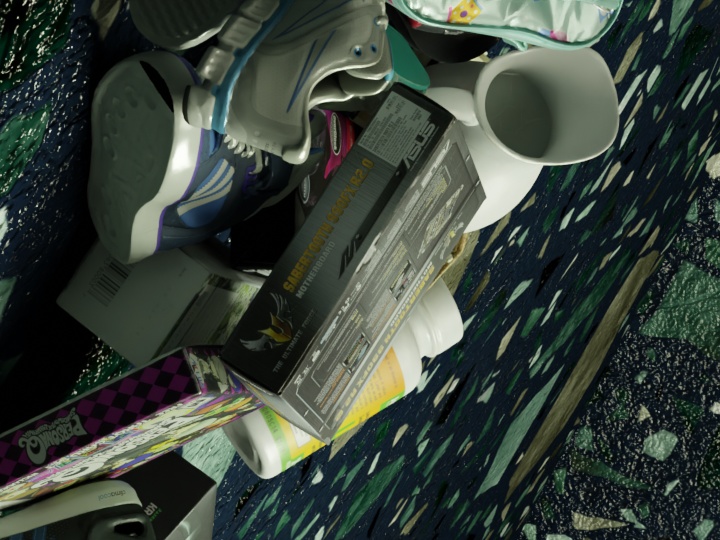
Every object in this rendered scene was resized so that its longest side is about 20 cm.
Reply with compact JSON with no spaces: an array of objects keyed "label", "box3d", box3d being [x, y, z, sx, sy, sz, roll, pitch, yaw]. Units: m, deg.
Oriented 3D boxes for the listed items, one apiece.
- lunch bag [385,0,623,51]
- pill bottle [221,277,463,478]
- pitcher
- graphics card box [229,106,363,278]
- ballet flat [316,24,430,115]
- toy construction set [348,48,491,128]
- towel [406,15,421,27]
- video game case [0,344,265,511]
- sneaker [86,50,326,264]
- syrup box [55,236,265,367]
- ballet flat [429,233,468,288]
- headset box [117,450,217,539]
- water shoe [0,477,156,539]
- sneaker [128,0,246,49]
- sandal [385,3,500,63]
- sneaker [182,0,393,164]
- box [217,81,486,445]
[{"label":"lunch bag","box3d":[0.089,-0.214,1.205,0.199,0.077,0.162,4,106,-39]},{"label":"pill bottle","box3d":[-0.021,0.070,1.614,0.199,0.111,0.111,-30,158,-15]},{"label":"pitcher","box3d":[0.059,-0.094,1.417,0.170,0.123,0.200,0,170,-27]},{"label":"graphics card box","box3d":[-0.041,-0.054,1.423,0.200,0.050,0.127,22,69,-74]},{"label":"ballet flat","box3d":[-0.017,-0.128,1.222,0.072,0.071,0.200,-58,162,6]},{"label":"toy construction set","box3d":[0.048,-0.119,1.590,0.201,0.092,0.131,-61,145,-9]},{"label":"towel","box3d":[0.066,-0.267,1.233,0.144,0.022,0.202,-29,122,-25]},{"label":"video game case","box3d":[-0.158,0.103,1.305,0.199,0.036,0.181,-26,170,14]},{"label":"sneaker","box3d":[-0.081,-0.086,1.199,0.146,0.081,0.200,-26,162,-26]},{"label":"syrup box","box3d":[-0.120,0.020,1.364,0.079,0.081,0.200,-55,166,4]},{"label":"ballet flat","box3d":[0.011,0.019,1.529,0.201,0.070,0.065,-53,-160,-9]},{"label":"headset box","box3d":[-0.198,0.236,1.537,0.174,0.092,0.201,-48,162,-30]},{"label":"water shoe","box3d":[-0.224,0.204,1.311,0.199,0.079,0.072,-25,161,-19]},{"label":"sneaker","box3d":[-0.052,-0.202,1.143,0.201,0.072,0.114,-56,168,-2]},{"label":"sandal","box3d":[0.048,-0.183,1.303,0.200,0.043,0.077,25,94,-58]},{"label":"sneaker","box3d":[-0.010,-0.140,1.088,0.201,0.086,0.075,-58,174,-16]},{"label":"box","box3d":[0.000,0.000,1.260,0.201,0.048,0.158,-57,164,-7]}]
